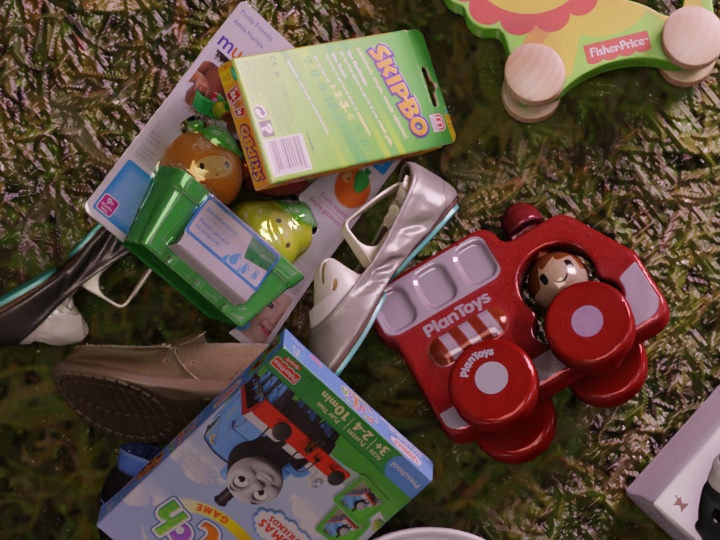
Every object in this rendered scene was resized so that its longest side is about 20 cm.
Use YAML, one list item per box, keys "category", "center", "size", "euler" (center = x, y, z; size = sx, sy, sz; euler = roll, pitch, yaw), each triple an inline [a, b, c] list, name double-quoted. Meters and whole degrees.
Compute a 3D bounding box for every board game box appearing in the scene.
- category: "board game box"
  center: [-0.070, 0.162, 1.625]
  size: [0.151, 0.037, 0.200]
  euler: [42, 107, -14]
- category: "board game box"
  center: [-0.014, -0.124, 1.678]
  size: [0.199, 0.030, 0.096]
  euler: [-15, 86, -41]

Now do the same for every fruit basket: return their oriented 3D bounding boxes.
- category: "fruit basket"
  center: [-0.080, -0.067, 1.674]
  size: [0.185, 0.094, 0.200]
  euler: [42, 82, -24]

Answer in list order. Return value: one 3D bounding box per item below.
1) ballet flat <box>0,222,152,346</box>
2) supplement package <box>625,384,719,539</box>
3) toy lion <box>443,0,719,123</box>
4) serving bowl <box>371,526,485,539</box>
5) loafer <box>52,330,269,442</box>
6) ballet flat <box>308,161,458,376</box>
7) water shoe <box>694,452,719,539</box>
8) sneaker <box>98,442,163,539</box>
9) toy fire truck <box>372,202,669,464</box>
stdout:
- category: "ballet flat"
  center: [-0.215, 0.012, 1.705]
  size: [0.200, 0.068, 0.069]
  euler: [-38, 94, -1]
- category: "supplement package"
  center: [0.315, 0.142, 1.623]
  size: [0.147, 0.200, 0.191]
  euler: [41, 89, 3]
- category: "toy lion"
  center: [0.163, -0.223, 1.720]
  size: [0.199, 0.069, 0.193]
  euler: [-12, 79, 0]
- category: "serving bowl"
  center: [0.047, 0.288, 1.679]
  size: [0.199, 0.066, 0.201]
  euler: [0, 93, -5]
- category: "loafer"
  center: [-0.137, 0.086, 1.688]
  size: [0.199, 0.076, 0.068]
  euler: [7, 45, 21]
- category: "ballet flat"
  center: [0.000, 0.000, 1.677]
  size: [0.064, 0.067, 0.200]
  euler: [39, 65, -6]
- category: "water shoe"
  center: [0.323, 0.174, 1.499]
  size: [0.199, 0.072, 0.079]
  euler: [17, 115, 0]
- category: "sneaker"
  center: [-0.102, 0.198, 1.696]
  size: [0.199, 0.070, 0.078]
  euler: [20, 99, 3]
- category: "toy fire truck"
  center: [0.120, 0.036, 1.685]
  size: [0.199, 0.112, 0.168]
  euler: [-32, 66, 1]
